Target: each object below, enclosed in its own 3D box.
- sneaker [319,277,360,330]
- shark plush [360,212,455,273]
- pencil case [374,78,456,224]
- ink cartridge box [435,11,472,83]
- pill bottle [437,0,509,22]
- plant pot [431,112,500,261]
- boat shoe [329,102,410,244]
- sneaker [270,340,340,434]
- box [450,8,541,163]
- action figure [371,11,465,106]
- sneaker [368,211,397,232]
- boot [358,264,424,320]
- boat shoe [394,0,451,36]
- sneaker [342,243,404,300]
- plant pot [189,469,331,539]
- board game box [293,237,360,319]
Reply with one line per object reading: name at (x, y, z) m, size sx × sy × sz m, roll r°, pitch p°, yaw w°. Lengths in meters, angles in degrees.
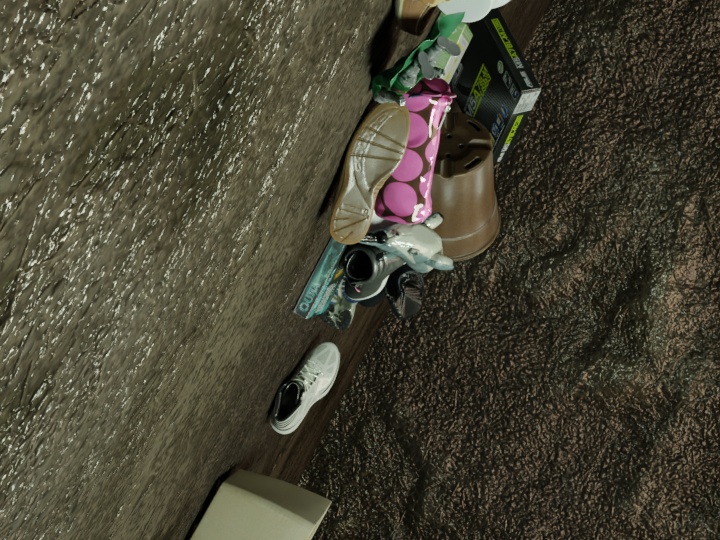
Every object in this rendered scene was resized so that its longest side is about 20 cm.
sneaker at (-0.018, 0.015, 1.956) m, size 0.201 × 0.076 × 0.086 m, roll -57°, pitch -171°, yaw 50°
shark plush at (0.059, -0.025, 1.633) m, size 0.083 × 0.092 × 0.198 m, roll -30°, pitch 165°, yaw 37°
pencil case at (0.072, -0.161, 1.515) m, size 0.091 × 0.092 × 0.203 m, roll -46°, pitch 149°, yaw -53°
ink cartridge box at (0.098, -0.274, 1.655) m, size 0.202 × 0.047 × 0.145 m, roll -65°, pitch 174°, yaw 9°
pill bottle at (0.157, -0.383, 1.331) m, size 0.201 × 0.110 × 0.111 m, roll -57°, pitch 173°, yaw -37°
plant pot at (0.153, -0.154, 1.958) m, size 0.201 × 0.198 × 0.200 m, roll -57°, pitch 159°, yaw -30°
boat shoe at (0.007, -0.137, 1.474) m, size 0.072 × 0.071 × 0.203 m, roll -104°, pitch -149°, yaw -65°
sneaker at (-0.097, 0.212, 2.098) m, size 0.202 × 0.075 × 0.116 m, roll -57°, pitch 175°, yaw -18°
box at (0.230, -0.323, 1.959) m, size 0.047 × 0.195 × 0.201 m, roll -14°, pitch 153°, yaw -21°
action figure at (0.057, -0.232, 1.322) m, size 0.118 × 0.055 × 0.200 m, roll -39°, pitch -173°, yaw -13°
sneaker at (0.051, -0.117, 1.652) m, size 0.199 × 0.073 × 0.117 m, roll -2°, pitch 121°, yaw -59°
boot at (0.047, 0.033, 2.013) m, size 0.169 × 0.075 × 0.202 m, roll -118°, pitch -152°, yaw -42°
boat shoe at (0.089, -0.324, 1.208) m, size 0.076 × 0.073 × 0.201 m, roll -57°, pitch 173°, yaw -29°
sneaker at (0.000, 0.000, 1.759) m, size 0.098 × 0.072 × 0.200 m, roll -18°, pitch 166°, yaw -36°
plant pot at (-0.185, 0.459, 1.937) m, size 0.202 × 0.175 × 0.200 m, roll -61°, pitch 174°, yaw 4°
board game box at (-0.035, -0.022, 1.759) m, size 0.202 × 0.028 × 0.135 m, roll -62°, pitch 172°, yaw 7°
